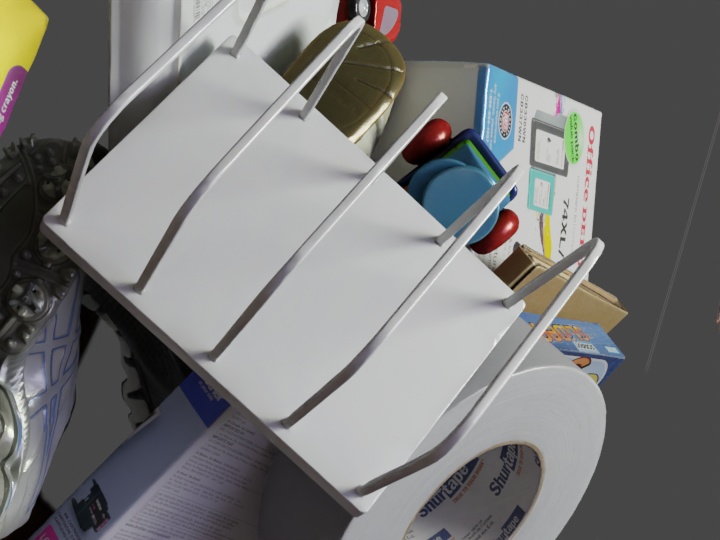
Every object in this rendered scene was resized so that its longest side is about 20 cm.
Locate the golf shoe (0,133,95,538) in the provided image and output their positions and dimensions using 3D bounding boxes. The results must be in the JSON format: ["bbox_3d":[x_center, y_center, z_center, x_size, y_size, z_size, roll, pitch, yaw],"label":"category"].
[{"bbox_3d":[-0.171,0.035,0.656,0.097,0.078,0.202,58,46,-72],"label":"golf shoe"}]

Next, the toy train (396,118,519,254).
[{"bbox_3d":[0.000,0.000,0.768,0.085,0.199,0.116,52,9,-4],"label":"toy train"}]

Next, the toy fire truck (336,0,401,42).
[{"bbox_3d":[0.016,-0.248,0.931,0.141,0.048,0.202,-4,98,-59],"label":"toy fire truck"}]

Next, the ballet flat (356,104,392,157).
[{"bbox_3d":[-0.034,-0.062,0.789,0.200,0.069,0.070,-43,133,-18],"label":"ballet flat"}]

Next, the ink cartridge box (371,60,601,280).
[{"bbox_3d":[0.064,-0.057,0.941,0.199,0.145,0.148,4,90,-59],"label":"ink cartridge box"}]

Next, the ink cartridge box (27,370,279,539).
[{"bbox_3d":[-0.086,0.118,0.714,0.200,0.042,0.119,-44,145,7],"label":"ink cartridge box"}]

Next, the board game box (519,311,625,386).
[{"bbox_3d":[0.065,0.083,0.837,0.199,0.035,0.136,9,127,-48],"label":"board game box"}]

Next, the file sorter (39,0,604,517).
[{"bbox_3d":[-0.016,-0.018,0.591,0.200,0.125,0.139,42,64,-1],"label":"file sorter"}]

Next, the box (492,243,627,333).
[{"bbox_3d":[0.076,0.075,0.896,0.200,0.021,0.163,-46,149,14],"label":"box"}]

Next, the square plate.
[{"bbox_3d":[-0.057,-0.163,0.691,0.198,0.028,0.201,-41,147,-48],"label":"square plate"}]

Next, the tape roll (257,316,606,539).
[{"bbox_3d":[0.042,0.118,0.738,0.199,0.066,0.202,-26,137,-27],"label":"tape roll"}]

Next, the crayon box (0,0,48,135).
[{"bbox_3d":[-0.231,-0.069,0.533,0.173,0.058,0.202,46,55,-50],"label":"crayon box"}]

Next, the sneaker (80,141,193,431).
[{"bbox_3d":[-0.103,0.018,0.726,0.067,0.090,0.201,-52,136,-44],"label":"sneaker"}]

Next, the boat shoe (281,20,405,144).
[{"bbox_3d":[-0.050,-0.052,0.711,0.201,0.072,0.066,-49,176,-27],"label":"boat shoe"}]
